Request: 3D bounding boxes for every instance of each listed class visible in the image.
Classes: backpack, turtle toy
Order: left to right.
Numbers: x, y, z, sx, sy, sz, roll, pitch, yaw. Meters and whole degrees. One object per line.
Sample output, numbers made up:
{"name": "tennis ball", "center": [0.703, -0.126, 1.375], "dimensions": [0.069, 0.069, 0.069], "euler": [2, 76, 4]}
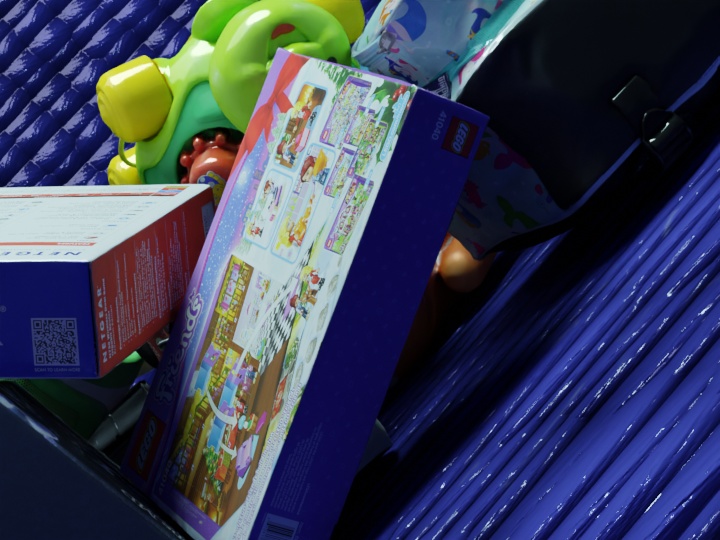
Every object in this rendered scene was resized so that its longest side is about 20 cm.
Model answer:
{"name": "turtle toy", "center": [-0.048, -0.073, 0.971], "dimensions": [0.145, 0.102, 0.201], "euler": [-26, -24, -15]}
{"name": "backpack", "center": [0.087, -0.097, 0.890], "dimensions": [0.178, 0.150, 0.200], "euler": [-46, -4, -16]}

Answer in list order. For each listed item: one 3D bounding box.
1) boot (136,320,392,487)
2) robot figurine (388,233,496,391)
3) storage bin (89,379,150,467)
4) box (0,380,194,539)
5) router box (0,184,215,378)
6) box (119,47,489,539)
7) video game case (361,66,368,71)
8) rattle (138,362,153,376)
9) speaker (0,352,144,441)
{"name": "boot", "center": [-0.059, 0.053, 0.926], "dimensions": [0.072, 0.145, 0.200], "euler": [-40, 3, -9]}
{"name": "robot figurine", "center": [-0.001, 0.001, 1.106], "dimensions": [0.200, 0.143, 0.117], "euler": [-51, -17, -55]}
{"name": "storage bin", "center": [-0.137, 0.146, 1.096], "dimensions": [0.135, 0.094, 0.200], "euler": [-42, 7, -6]}
{"name": "box", "center": [-0.136, 0.134, 0.863], "dimensions": [0.107, 0.148, 0.200], "euler": [-51, 3, -6]}
{"name": "router box", "center": [-0.181, 0.002, 0.867], "dimensions": [0.198, 0.049, 0.179], "euler": [0, 12, 12]}
{"name": "box", "center": [-0.027, 0.015, 0.810], "dimensions": [0.137, 0.039, 0.202], "euler": [26, 96, 61]}
{"name": "video game case", "center": [0.096, -0.152, 1.070], "dimensions": [0.199, 0.018, 0.143], "euler": [-22, -5, -29]}
{"name": "rattle", "center": [-0.177, 0.054, 1.102], "dimensions": [0.198, 0.144, 0.131], "euler": [-18, -34, -5]}
{"name": "speaker", "center": [-0.199, 0.083, 1.037], "dimensions": [0.200, 0.088, 0.088], "euler": [-45, 3, 23]}
